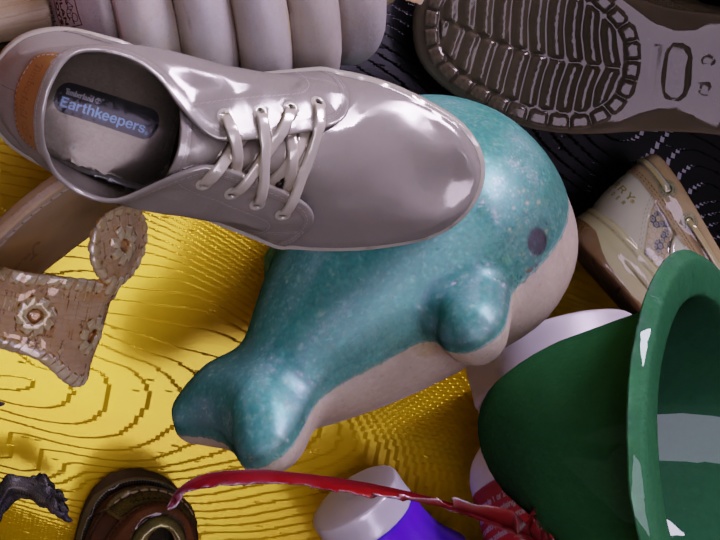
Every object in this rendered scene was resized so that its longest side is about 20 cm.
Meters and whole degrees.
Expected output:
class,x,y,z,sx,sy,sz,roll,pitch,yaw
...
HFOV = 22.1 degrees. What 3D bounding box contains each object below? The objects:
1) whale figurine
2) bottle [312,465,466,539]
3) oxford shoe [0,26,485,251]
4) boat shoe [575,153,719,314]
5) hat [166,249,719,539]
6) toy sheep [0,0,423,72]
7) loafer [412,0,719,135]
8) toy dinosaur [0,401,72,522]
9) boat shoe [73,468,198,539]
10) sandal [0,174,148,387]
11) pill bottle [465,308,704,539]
class,x,y,z,sx,sy,sz,roll,pitch,yaw
whale figurine,0.000,0.000,0.793,0.200,0.159,0.104,-39,122,-22
bottle,0.049,0.184,0.882,0.065,0.084,0.201,-32,107,4
oxford shoe,-0.043,-0.046,0.702,0.199,0.058,0.076,12,100,-19
boat shoe,0.185,0.032,0.900,0.063,0.073,0.200,-46,108,-1
hat,0.064,0.079,0.769,0.200,0.175,0.166,55,39,-40
toy sheep,-0.062,-0.122,0.767,0.199,0.138,0.139,-20,105,-12
loafer,0.121,-0.099,0.864,0.199,0.067,0.077,12,98,-3
toy dinosaur,-0.186,0.099,0.818,0.088,0.047,0.201,-33,104,-2
boat shoe,-0.114,0.195,0.843,0.072,0.068,0.201,2,100,-18
sandal,-0.140,0.024,0.757,0.211,0.078,0.070,-34,79,8
pill bottle,0.114,0.126,0.843,0.112,0.112,0.201,-11,72,-14
